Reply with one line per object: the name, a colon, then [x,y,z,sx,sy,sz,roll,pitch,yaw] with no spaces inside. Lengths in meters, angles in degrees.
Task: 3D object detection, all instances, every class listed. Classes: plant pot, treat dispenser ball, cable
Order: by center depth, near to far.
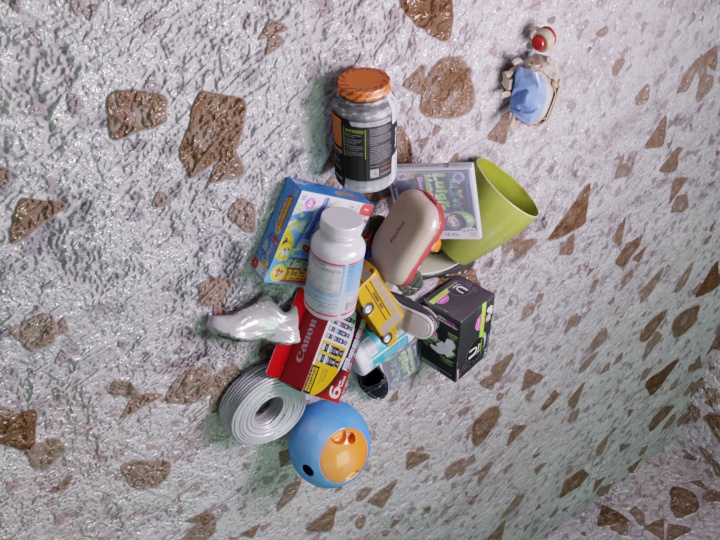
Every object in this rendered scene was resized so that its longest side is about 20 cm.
cable: [-0.214,0.299,1.654,0.198,0.069,0.203,-31,138,-20]
plant pot: [0.271,-0.115,1.696,0.185,0.189,0.201,11,128,-46]
treat dispenser ball: [-0.073,0.409,1.768,0.198,0.201,0.204,-23,135,-26]

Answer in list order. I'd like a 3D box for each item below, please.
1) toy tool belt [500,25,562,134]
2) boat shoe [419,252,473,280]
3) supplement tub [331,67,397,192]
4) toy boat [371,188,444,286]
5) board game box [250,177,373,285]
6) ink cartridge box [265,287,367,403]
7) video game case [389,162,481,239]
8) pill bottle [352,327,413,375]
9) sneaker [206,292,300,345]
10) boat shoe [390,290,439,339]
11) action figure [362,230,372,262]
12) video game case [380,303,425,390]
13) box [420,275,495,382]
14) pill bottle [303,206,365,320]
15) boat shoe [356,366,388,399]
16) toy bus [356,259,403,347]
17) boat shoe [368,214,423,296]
toy tool belt: [0.355,-0.396,1.574,0.122,0.124,0.203,-34,139,-28]
boat shoe: [0.197,-0.008,1.777,0.198,0.073,0.064,-19,130,-33]
supplement tub: [0.008,-0.257,1.368,0.121,0.122,0.203,-24,136,-25]
toy boat: [0.114,-0.061,1.536,0.129,0.131,0.202,11,121,-42]
board game box: [-0.093,-0.068,1.479,0.197,0.056,0.199,5,117,-44]
ink cartridge box: [-0.090,0.162,1.599,0.174,0.083,0.204,28,81,-49]
video game case: [0.157,-0.142,1.566,0.202,0.177,0.024,73,25,-45]
pill bottle: [0.050,0.145,1.739,0.198,0.111,0.112,-34,139,-16]
sneaker: [-0.214,0.095,1.501,0.196,0.077,0.102,7,80,-29]
boat shoe: [0.087,0.084,1.673,0.060,0.197,0.075,-23,134,-59]
action figure: [0.000,0.000,1.615,0.052,0.064,0.203,-45,144,-38]
video game case: [0.117,0.200,1.913,0.180,0.023,0.202,-33,138,-17]
box: [0.242,0.144,1.880,0.147,0.123,0.203,-33,138,-36]
pill bottle: [-0.048,-0.014,1.435,0.107,0.109,0.204,-14,130,-33]
boat shoe: [0.028,0.267,1.843,0.073,0.063,0.202,-23,136,-2]
toy bus: [0.031,0.073,1.582,0.078,0.065,0.201,-42,134,-10]
boat shoe: [0.070,-0.035,1.643,0.075,0.074,0.202,-28,119,1]
